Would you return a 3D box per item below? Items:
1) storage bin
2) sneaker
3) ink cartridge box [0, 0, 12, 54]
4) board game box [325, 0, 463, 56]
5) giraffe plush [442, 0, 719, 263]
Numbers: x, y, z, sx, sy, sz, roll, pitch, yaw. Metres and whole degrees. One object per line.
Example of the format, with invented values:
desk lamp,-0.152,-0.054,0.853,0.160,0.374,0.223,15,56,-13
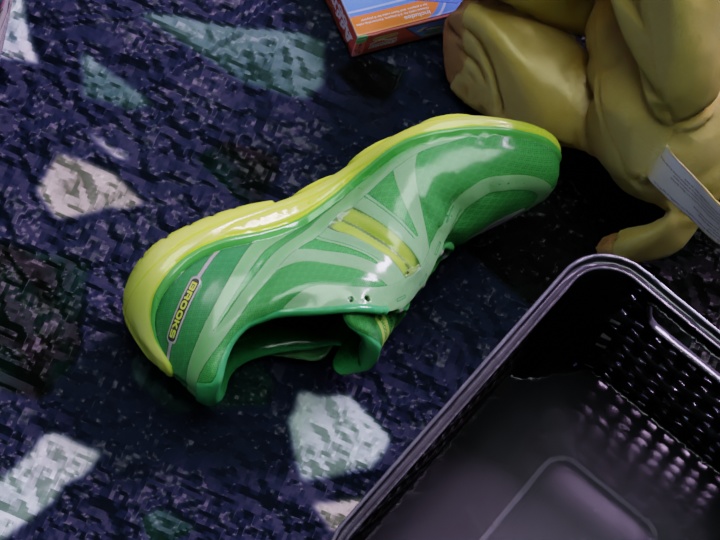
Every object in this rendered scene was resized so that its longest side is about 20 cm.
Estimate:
storage bin,0.080,0.110,1.208,0.135,0.094,0.200,39,62,8
sneaker,0.000,0.000,1.263,0.199,0.074,0.084,-25,68,-14
ink cartridge box,-0.203,-0.173,1.230,0.144,0.200,0.148,11,61,-7
board game box,0.068,-0.168,1.395,0.199,0.019,0.103,-16,66,-20
giraffe plush,0.156,-0.113,1.317,0.162,0.173,0.200,-28,78,-34
